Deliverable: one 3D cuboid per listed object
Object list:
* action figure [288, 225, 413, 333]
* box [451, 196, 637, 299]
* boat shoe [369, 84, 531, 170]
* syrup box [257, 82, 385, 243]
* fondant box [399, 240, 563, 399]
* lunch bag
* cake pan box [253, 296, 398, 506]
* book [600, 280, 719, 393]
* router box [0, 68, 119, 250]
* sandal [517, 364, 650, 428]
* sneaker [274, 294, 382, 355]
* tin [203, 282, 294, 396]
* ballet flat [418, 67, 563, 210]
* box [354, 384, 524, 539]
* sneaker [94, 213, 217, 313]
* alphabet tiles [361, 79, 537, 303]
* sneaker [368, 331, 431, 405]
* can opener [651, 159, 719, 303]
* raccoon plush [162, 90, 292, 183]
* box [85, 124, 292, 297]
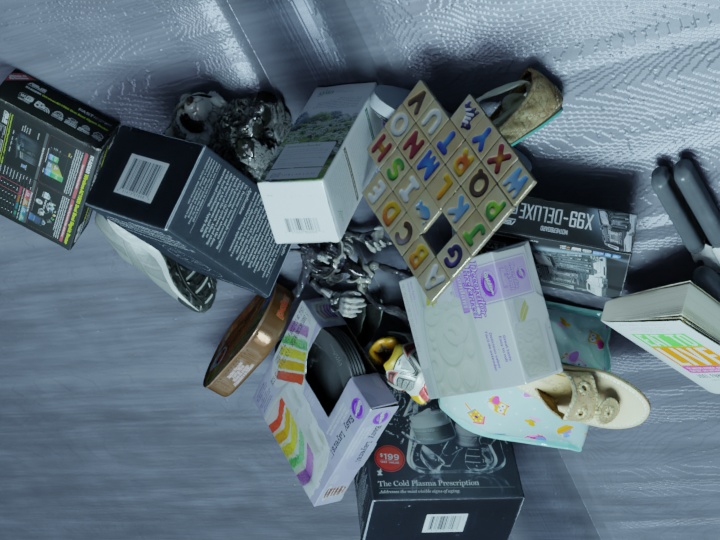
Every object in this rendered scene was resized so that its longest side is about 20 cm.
[{"bbox_3d":[0.000,0.000,1.552,0.198,0.120,0.102,23,176,-17],"label":"action figure"},{"bbox_3d":[0.205,-0.030,1.448,0.197,0.051,0.158,11,162,10],"label":"box"},{"bbox_3d":[0.091,-0.135,1.430,0.197,0.074,0.068,24,122,-14],"label":"boat shoe"},{"bbox_3d":[-0.035,-0.120,1.403,0.078,0.201,0.082,-1,126,22],"label":"syrup box"},{"bbox_3d":[0.130,0.059,1.441,0.199,0.058,0.147,-19,85,59],"label":"fondant box"},{"bbox_3d":[0.197,0.121,1.591,0.197,0.123,0.172,11,135,4],"label":"lunch bag"},{"bbox_3d":[-0.047,0.162,1.616,0.185,0.052,0.201,55,134,30],"label":"cake pan box"},{"bbox_3d":[0.392,0.084,1.483,0.199,0.049,0.133,30,159,-25],"label":"book"},{"bbox_3d":[-0.403,-0.137,1.634,0.148,0.063,0.201,28,135,-3],"label":"router box"},{"bbox_3d":[0.229,0.145,1.478,0.209,0.070,0.078,26,123,3],"label":"sandal"},{"bbox_3d":[-0.045,0.078,1.688,0.199,0.059,0.106,11,101,52],"label":"sneaker"},{"bbox_3d":[-0.149,0.094,1.710,0.042,0.113,0.200,33,135,-11],"label":"tin"},{"bbox_3d":[0.125,-0.142,1.355,0.066,0.199,0.070,54,167,-17],"label":"ballet flat"},{"bbox_3d":[0.092,0.248,1.664,0.196,0.184,0.105,1,136,-10],"label":"box"},{"bbox_3d":[-0.266,-0.023,1.688,0.200,0.074,0.079,47,140,-14],"label":"sneaker"},{"bbox_3d":[0.078,-0.096,1.318,0.007,0.201,0.168,13,126,-45],"label":"alphabet tiles"},{"bbox_3d":[0.048,0.104,1.615,0.082,0.078,0.200,33,176,-13],"label":"sneaker"},{"bbox_3d":[0.378,-0.030,1.414,0.053,0.067,0.201,-16,129,31],"label":"can opener"},{"bbox_3d":[-0.149,-0.131,1.524,0.132,0.097,0.202,5,133,28],"label":"raccoon plush"},{"bbox_3d":[-0.191,-0.068,1.499,0.147,0.108,0.200,17,167,38],"label":"box"}]
